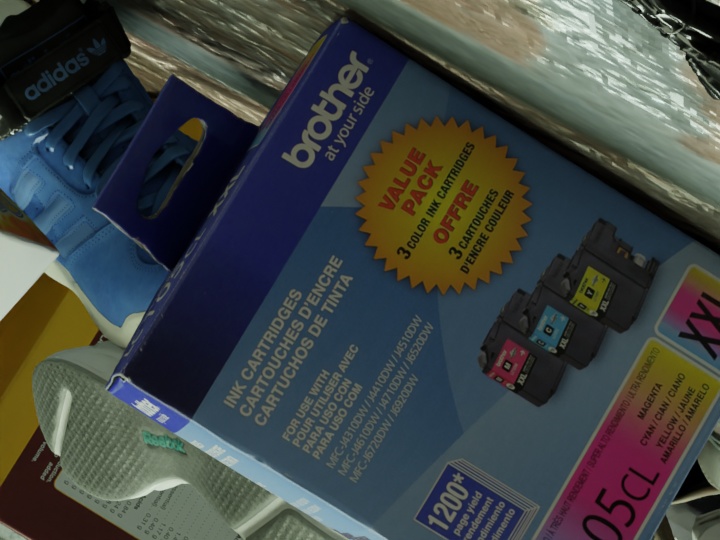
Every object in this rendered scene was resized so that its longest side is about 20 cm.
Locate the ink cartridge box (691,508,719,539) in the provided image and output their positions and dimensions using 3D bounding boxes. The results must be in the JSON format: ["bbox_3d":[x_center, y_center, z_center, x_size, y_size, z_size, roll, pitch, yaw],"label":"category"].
[{"bbox_3d":[0.194,0.169,1.127,0.200,0.083,0.147,63,-170,-77],"label":"ink cartridge box"}]

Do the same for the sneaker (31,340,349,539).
[{"bbox_3d":[-0.032,0.055,0.983,0.200,0.080,0.070,19,125,45],"label":"sneaker"}]

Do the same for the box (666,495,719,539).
[{"bbox_3d":[0.165,0.200,1.359,0.200,0.199,0.050,31,-148,-4],"label":"box"}]

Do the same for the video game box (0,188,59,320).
[{"bbox_3d":[-0.208,-0.064,0.920,0.182,0.047,0.200,47,-174,16],"label":"video game box"}]

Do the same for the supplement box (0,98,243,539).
[{"bbox_3d":[-0.064,0.057,1.238,0.200,0.197,0.133,34,173,-18],"label":"supplement box"}]

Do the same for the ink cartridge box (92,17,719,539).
[{"bbox_3d":[0.012,0.015,0.869,0.200,0.136,0.076,31,171,-3],"label":"ink cartridge box"}]

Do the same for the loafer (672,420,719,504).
[{"bbox_3d":[0.139,0.058,0.938,0.072,0.063,0.200,32,173,-6],"label":"loafer"}]

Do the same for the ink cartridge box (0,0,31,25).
[{"bbox_3d":[-0.218,-0.037,1.218,0.068,0.200,0.116,31,173,4],"label":"ink cartridge box"}]

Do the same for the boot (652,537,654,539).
[{"bbox_3d":[0.032,0.131,1.050,0.079,0.158,0.211,53,173,25],"label":"boot"}]

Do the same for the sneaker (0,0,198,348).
[{"bbox_3d":[-0.097,-0.043,1.019,0.111,0.077,0.200,63,165,-24],"label":"sneaker"}]

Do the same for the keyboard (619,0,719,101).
[{"bbox_3d":[0.078,-0.063,0.530,0.200,0.021,0.127,36,166,-30],"label":"keyboard"}]

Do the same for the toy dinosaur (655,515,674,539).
[{"bbox_3d":[0.105,0.073,1.152,0.200,0.060,0.106,59,174,10],"label":"toy dinosaur"}]
